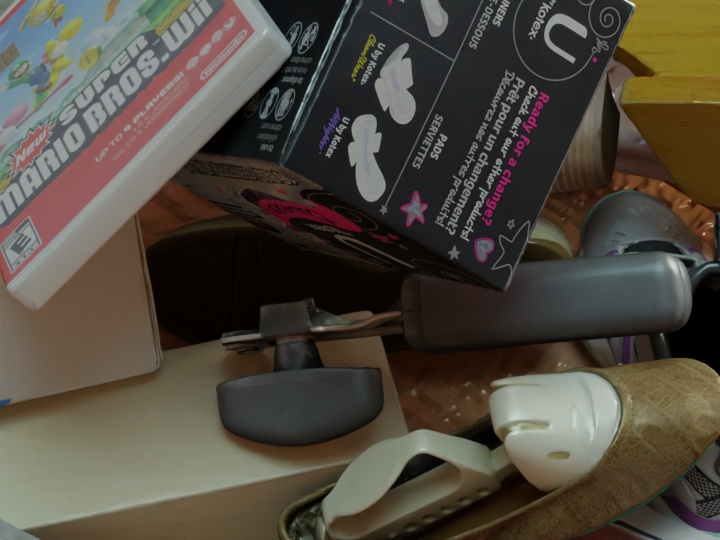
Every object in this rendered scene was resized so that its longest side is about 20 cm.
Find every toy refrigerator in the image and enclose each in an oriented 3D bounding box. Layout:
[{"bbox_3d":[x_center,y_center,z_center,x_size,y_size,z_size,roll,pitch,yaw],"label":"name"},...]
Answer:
[{"bbox_3d":[-0.082,0.084,1.218,0.199,0.070,0.076,-12,55,-8],"label":"toy refrigerator"}]

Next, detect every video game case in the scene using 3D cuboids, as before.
[{"bbox_3d":[-0.107,-0.080,1.151,0.143,0.017,0.200,-45,30,7],"label":"video game case"}]

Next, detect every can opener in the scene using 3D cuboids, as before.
[{"bbox_3d":[0.037,0.034,1.168,0.199,0.053,0.067,-5,86,13],"label":"can opener"}]

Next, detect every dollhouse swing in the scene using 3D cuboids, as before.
[{"bbox_3d":[0.223,-0.085,1.315,0.181,0.176,0.201,2,49,16],"label":"dollhouse swing"}]

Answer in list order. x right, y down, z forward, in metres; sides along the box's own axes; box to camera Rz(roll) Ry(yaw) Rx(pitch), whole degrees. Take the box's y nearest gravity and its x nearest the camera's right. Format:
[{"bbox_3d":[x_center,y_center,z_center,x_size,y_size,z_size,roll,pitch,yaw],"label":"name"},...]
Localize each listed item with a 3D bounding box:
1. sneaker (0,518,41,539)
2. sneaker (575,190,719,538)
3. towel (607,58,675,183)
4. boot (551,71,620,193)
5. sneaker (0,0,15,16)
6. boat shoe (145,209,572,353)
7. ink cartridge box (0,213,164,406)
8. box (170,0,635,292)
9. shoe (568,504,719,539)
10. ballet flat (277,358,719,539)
[{"bbox_3d":[-0.140,0.170,1.150,0.200,0.105,0.075,31,24,-12],"label":"sneaker"},{"bbox_3d":[0.145,0.012,1.232,0.077,0.140,0.201,-8,51,-9],"label":"sneaker"},{"bbox_3d":[0.146,-0.130,1.381,0.190,0.032,0.201,11,55,0],"label":"towel"},{"bbox_3d":[0.048,-0.118,1.312,0.154,0.077,0.201,2,63,15],"label":"boot"},{"bbox_3d":[-0.230,-0.117,1.393,0.199,0.072,0.073,-7,16,2],"label":"sneaker"},{"bbox_3d":[0.000,0.000,1.295,0.199,0.074,0.066,2,26,5],"label":"boat shoe"},{"bbox_3d":[-0.182,-0.020,1.246,0.144,0.084,0.200,-13,28,-12],"label":"ink cartridge box"},{"bbox_3d":[-0.001,-0.077,1.151,0.114,0.200,0.133,28,83,-24],"label":"box"},{"bbox_3d":[0.133,0.157,1.161,0.199,0.072,0.091,22,54,23],"label":"shoe"},{"bbox_3d":[0.050,0.080,1.153,0.199,0.072,0.068,-25,49,20],"label":"ballet flat"}]
